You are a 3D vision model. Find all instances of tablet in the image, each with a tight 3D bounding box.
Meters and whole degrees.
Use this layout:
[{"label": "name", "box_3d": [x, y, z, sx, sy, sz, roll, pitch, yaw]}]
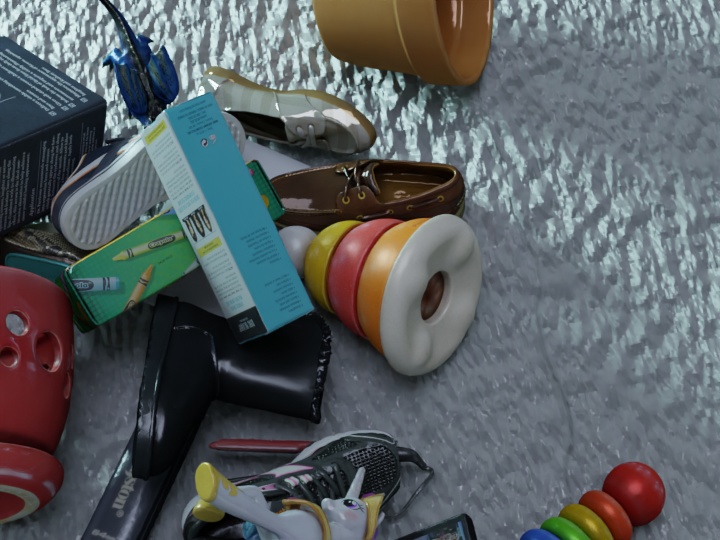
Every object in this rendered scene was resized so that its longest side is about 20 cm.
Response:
[{"label": "tablet", "box_3d": [-0.135, -0.040, 1.450, 0.129, 0.014, 0.201, 23, 63, 15]}]

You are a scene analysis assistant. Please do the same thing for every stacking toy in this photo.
[{"label": "stacking toy", "box_3d": [0.000, 0.000, 1.376, 0.199, 0.147, 0.147, 19, 61, 34]}, {"label": "stacking toy", "box_3d": [0.175, 0.228, 1.248, 0.199, 0.086, 0.085, -38, 65, -23]}]

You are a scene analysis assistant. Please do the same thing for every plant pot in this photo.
[{"label": "plant pot", "box_3d": [0.040, -0.281, 1.489, 0.138, 0.201, 0.202, -1, 58, 23]}, {"label": "plant pot", "box_3d": [-0.338, 0.114, 1.271, 0.198, 0.201, 0.185, -9, 67, -2]}]

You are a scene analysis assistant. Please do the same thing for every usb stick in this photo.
[{"label": "usb stick", "box_3d": [-0.190, 0.180, 1.316, 0.055, 0.033, 0.202, 18, 63, 12]}]

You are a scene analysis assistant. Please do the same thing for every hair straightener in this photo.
[{"label": "hair straightener", "box_3d": [-0.034, 0.186, 1.310, 0.197, 0.041, 0.078, 0, 86, -3]}]

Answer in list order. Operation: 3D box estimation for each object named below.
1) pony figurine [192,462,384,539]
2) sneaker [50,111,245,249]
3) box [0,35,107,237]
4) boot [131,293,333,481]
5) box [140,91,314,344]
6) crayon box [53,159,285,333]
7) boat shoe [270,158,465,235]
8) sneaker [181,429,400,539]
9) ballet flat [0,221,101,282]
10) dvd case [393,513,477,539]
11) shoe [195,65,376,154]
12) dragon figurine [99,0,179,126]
[{"label": "pony figurine", "box_3d": [-0.040, 0.239, 1.139, 0.199, 0.166, 0.195, 11, 59, -42]}, {"label": "sneaker", "box_3d": [-0.206, -0.096, 1.417, 0.199, 0.079, 0.079, -31, 28, -20]}, {"label": "box", "box_3d": [-0.360, -0.117, 1.404, 0.148, 0.108, 0.199, 32, 39, 24]}, {"label": "boot", "box_3d": [-0.110, 0.103, 1.303, 0.160, 0.074, 0.200, 11, 45, -8]}, {"label": "box", "box_3d": [-0.113, -0.042, 1.266, 0.049, 0.082, 0.202, -26, 92, -24]}, {"label": "crayon box", "box_3d": [-0.174, -0.020, 1.353, 0.199, 0.119, 0.059, -32, 94, -18]}, {"label": "boat shoe", "box_3d": [0.003, -0.078, 1.427, 0.197, 0.068, 0.073, -1, 61, -1]}, {"label": "sneaker", "box_3d": [-0.056, 0.196, 1.245, 0.198, 0.086, 0.081, -25, 89, 0]}, {"label": "ballet flat", "box_3d": [-0.337, -0.022, 1.429, 0.197, 0.068, 0.076, 10, 39, 2]}, {"label": "dvd case", "box_3d": [0.016, 0.294, 1.201, 0.198, 0.018, 0.144, -25, 58, 19]}, {"label": "shoe", "box_3d": [-0.078, -0.146, 1.477, 0.198, 0.070, 0.054, 19, 61, 22]}, {"label": "dragon figurine", "box_3d": [-0.211, -0.187, 1.466, 0.058, 0.202, 0.099, -23, 23, -13]}]
